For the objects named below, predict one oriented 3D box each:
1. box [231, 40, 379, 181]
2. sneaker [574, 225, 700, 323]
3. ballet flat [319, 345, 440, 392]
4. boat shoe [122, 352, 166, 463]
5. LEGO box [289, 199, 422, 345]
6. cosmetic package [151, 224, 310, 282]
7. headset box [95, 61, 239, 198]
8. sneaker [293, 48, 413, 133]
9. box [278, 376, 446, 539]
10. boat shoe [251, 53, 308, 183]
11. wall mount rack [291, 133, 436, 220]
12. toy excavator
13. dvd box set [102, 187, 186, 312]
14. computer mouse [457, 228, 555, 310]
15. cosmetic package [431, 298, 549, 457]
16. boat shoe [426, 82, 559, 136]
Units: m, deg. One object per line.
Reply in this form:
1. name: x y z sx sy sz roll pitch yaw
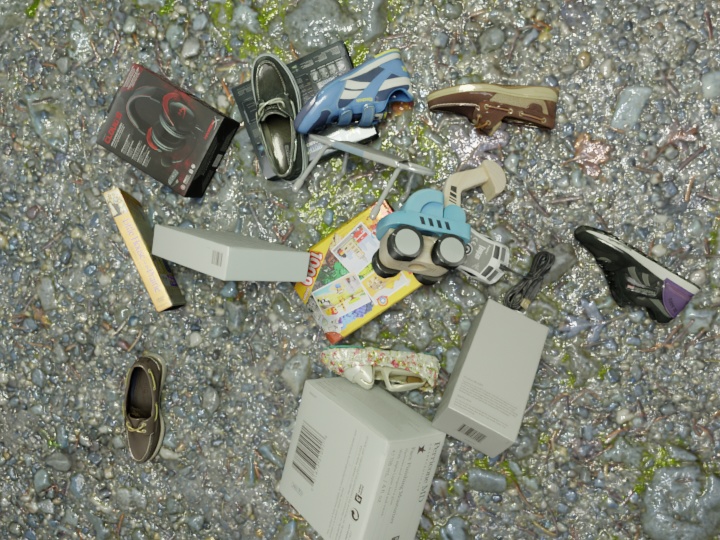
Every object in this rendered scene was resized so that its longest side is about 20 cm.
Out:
1. box: -0.088 -0.254 0.916 0.199 0.051 0.159 -21 92 9
2. sneaker: 0.403 0.010 0.860 0.199 0.076 0.088 32 105 4
3. ballet flat: 0.034 0.159 0.902 0.199 0.076 0.064 4 54 -8
4. boat shoe: -0.389 0.251 1.004 0.071 0.060 0.201 10 97 7
5. LEGO box: 0.000 0.000 0.914 0.200 0.077 0.149 -35 89 10
6. cosmetic package: -0.199 -0.026 0.862 0.199 0.150 0.052 15 100 41
7. headset box: -0.328 -0.234 0.941 0.199 0.075 0.149 32 100 4
8. sneaker: -0.006 -0.250 0.841 0.199 0.074 0.083 -32 97 -9
9. box: -0.003 0.295 0.869 0.200 0.130 0.200 24 104 45
10. boat shoe: -0.123 -0.235 0.860 0.072 0.071 0.201 -16 93 9
11. wall mount rack: 0.000 -0.136 0.808 0.199 0.174 0.075 20 108 15
12. toy excavator: 0.121 -0.085 0.834 0.193 0.100 0.201 10 71 -12
13. dvd box set: -0.350 -0.028 0.929 0.029 0.146 0.201 -25 92 -10
14. computer mouse: 0.197 -0.021 0.900 0.199 0.044 0.110 28 93 3
15. cosmetic package: 0.196 0.156 0.842 0.107 0.085 0.200 28 55 6
16. boat shoe: 0.200 -0.242 0.867 0.199 0.072 0.072 2 95 2
